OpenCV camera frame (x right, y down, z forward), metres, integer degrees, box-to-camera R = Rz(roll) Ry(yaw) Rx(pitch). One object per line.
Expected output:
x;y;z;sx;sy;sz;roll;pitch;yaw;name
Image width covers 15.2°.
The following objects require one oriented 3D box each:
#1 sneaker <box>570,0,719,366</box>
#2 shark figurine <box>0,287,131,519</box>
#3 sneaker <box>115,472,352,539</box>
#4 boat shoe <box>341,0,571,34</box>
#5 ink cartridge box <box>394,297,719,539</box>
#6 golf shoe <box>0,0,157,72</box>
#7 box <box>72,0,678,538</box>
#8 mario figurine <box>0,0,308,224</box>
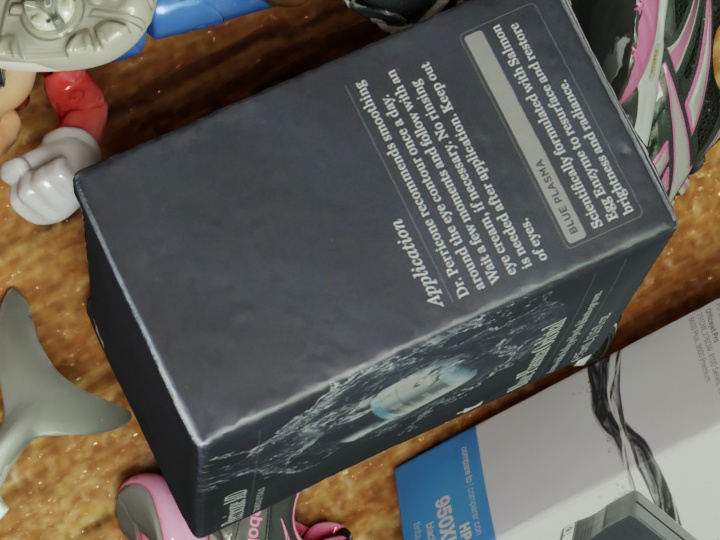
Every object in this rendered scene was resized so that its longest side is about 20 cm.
0.122;-0.049;1.191;0.086;0.080;0.201;-7;123;-36;sneaker
-0.185;0.122;1.133;0.128;0.089;0.215;-22;136;-53;shark figurine
-0.036;0.159;1.222;0.095;0.079;0.201;-31;124;-22;sneaker
0.032;-0.118;1.062;0.200;0.075;0.061;-10;86;-58;boat shoe
0.138;0.115;1.229;0.200;0.084;0.145;-29;124;16;ink cartridge box
-0.140;-0.102;0.936;0.079;0.199;0.097;-63;148;-14;golf shoe
0.000;0.000;1.069;0.199;0.197;0.118;-24;78;-9;box
-0.115;-0.100;1.035;0.200;0.123;0.106;-30;139;-14;mario figurine
